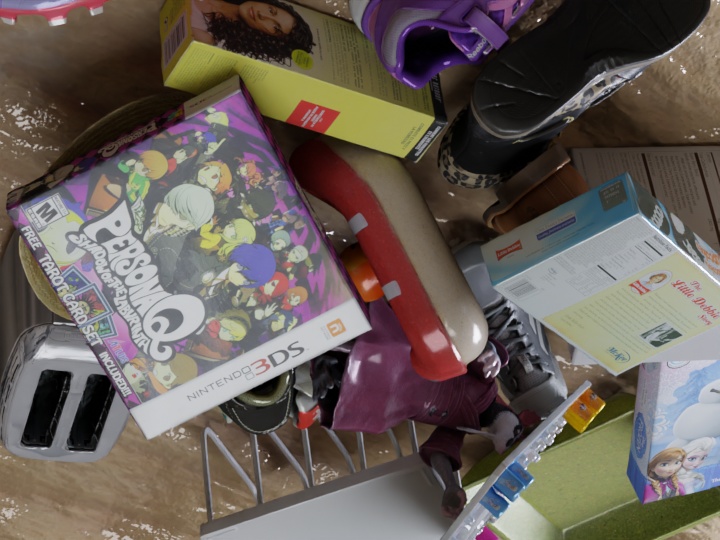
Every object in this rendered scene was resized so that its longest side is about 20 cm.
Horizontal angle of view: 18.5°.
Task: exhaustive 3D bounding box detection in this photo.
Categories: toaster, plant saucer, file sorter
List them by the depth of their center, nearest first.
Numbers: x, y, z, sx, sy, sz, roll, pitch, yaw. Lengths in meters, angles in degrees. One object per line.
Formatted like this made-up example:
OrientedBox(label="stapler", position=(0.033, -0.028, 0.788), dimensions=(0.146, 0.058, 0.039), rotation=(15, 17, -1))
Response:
OrientedBox(label="toaster", position=(-0.223, 0.056, 1.678), dimensions=(0.113, 0.130, 0.201), rotation=(8, 138, -17))
OrientedBox(label="file sorter", position=(-0.021, 0.180, 1.864), dimensions=(0.198, 0.125, 0.139), rotation=(-19, 139, 13))
OrientedBox(label="plant saucer", position=(0.210, 0.185, 1.970), dimensions=(0.199, 0.048, 0.200), rotation=(-26, 137, 22))

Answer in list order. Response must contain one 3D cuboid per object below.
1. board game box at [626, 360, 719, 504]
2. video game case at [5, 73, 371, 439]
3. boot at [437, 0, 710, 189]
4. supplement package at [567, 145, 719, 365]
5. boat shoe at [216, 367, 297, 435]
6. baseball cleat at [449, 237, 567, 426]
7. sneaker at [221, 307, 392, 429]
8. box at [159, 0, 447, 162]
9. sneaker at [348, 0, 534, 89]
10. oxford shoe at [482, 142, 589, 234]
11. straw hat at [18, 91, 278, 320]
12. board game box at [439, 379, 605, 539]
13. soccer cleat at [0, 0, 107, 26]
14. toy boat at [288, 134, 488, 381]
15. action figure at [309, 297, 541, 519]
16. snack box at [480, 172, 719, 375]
OrientedBox(label="board game box", position=(0.326, 0.095, 1.840), dimensions=(0.198, 0.044, 0.200), rotation=(-13, 134, -12))
OrientedBox(label="video game case", position=(-0.114, -0.006, 1.502), dimensions=(0.180, 0.036, 0.201), rotation=(-26, 113, 6))
OrientedBox(label="boot", position=(0.143, -0.134, 1.546), dimensions=(0.199, 0.073, 0.151), rotation=(-37, 174, -21))
OrientedBox(label="supplement package", position=(0.255, -0.013, 1.682), dimensions=(0.198, 0.120, 0.122), rotation=(-1, 139, -8))
OrientedBox(label="boat shoe", position=(-0.081, 0.073, 1.634), dimensions=(0.071, 0.066, 0.202), rotation=(-22, 146, -10))
OrientedBox(label="baseball cleat", position=(0.125, 0.055, 1.754), dimensions=(0.069, 0.107, 0.200), rotation=(-30, 142, 6))
OrientedBox(label="sneaker", position=(-0.025, 0.087, 1.776), dimensions=(0.198, 0.094, 0.071), rotation=(-2, 141, -7))
OrientedBox(label="box", position=(-0.038, -0.139, 1.519), dimensions=(0.199, 0.076, 0.050), rotation=(15, 136, -27))
OrientedBox(label="sneaker", position=(0.086, -0.185, 1.473), dimensions=(0.199, 0.089, 0.080), rotation=(-28, 135, 21))
OrientedBox(label="oxford shoe", position=(0.136, -0.037, 1.606), dimensions=(0.071, 0.071, 0.200), rotation=(-38, 177, 0))
OrientedBox(label="straw hat", position=(-0.160, -0.062, 1.574), dimensions=(0.199, 0.085, 0.203), rotation=(-15, 127, -20))
OrientedBox(label="board game box", position=(0.098, 0.191, 1.704), dimensions=(0.026, 0.200, 0.201), rotation=(39, 119, 9))
OrientedBox(label="soccer cleat", position=(-0.159, -0.209, 1.436), dimensions=(0.198, 0.067, 0.077), rotation=(-7, 110, 7))
OrientedBox(label="toy boat", position=(0.000, 0.000, 1.595), dimensions=(0.130, 0.201, 0.131), rotation=(-28, 174, 2))
OrientedBox(label="action figure", position=(0.047, 0.096, 1.720), dimensions=(0.199, 0.149, 0.135), rotation=(23, 102, -27))
OrientedBox(label="snack box", position=(0.182, 0.007, 1.543), dimensions=(0.116, 0.037, 0.200), rotation=(-27, 148, 21))
